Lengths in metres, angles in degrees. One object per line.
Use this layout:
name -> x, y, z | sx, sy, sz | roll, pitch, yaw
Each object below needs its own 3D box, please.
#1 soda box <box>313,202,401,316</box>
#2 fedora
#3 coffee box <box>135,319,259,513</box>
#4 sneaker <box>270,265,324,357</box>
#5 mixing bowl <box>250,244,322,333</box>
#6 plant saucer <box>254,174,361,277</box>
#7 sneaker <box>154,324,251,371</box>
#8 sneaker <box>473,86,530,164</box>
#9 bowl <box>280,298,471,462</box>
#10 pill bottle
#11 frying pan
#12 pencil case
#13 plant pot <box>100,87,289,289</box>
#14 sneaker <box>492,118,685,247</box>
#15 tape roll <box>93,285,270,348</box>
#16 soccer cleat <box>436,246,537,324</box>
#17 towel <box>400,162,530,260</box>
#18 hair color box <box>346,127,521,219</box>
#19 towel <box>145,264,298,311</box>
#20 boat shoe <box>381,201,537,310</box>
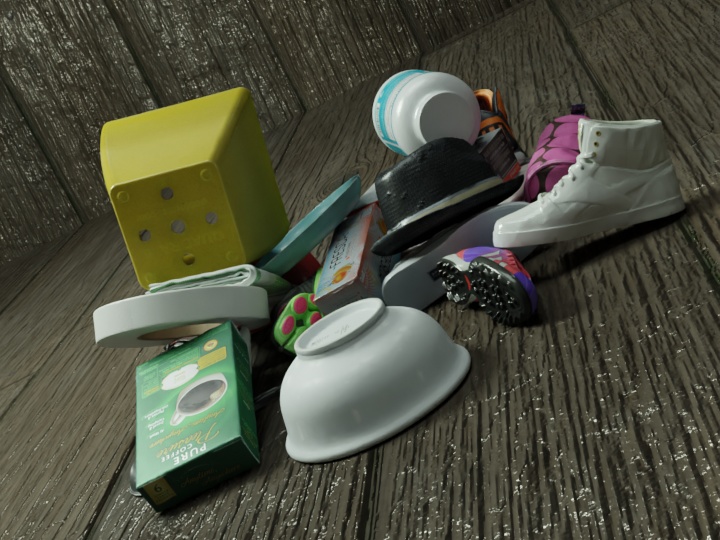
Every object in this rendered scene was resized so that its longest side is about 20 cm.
soda box -> 0.000, 0.000, 1.657 | 0.063, 0.069, 0.201 | -29, 20, 20
fedora -> 0.085, -0.094, 1.605 | 0.199, 0.092, 0.201 | -27, -3, -2
coffee box -> -0.168, 0.145, 1.446 | 0.122, 0.044, 0.201 | -27, 33, 7
sneaker -> -0.064, 0.061, 1.642 | 0.083, 0.077, 0.200 | -37, 4, 20
mixing bowl -> -0.152, 0.004, 1.914 | 0.198, 0.109, 0.200 | -25, 14, 7
plant saucer -> -0.068, -0.043, 1.764 | 0.200, 0.027, 0.200 | -42, 7, 6
sneaker -> -0.183, 0.108, 1.614 | 0.081, 0.078, 0.200 | 3, -13, -26
sneaker -> 0.177, -0.185, 1.891 | 0.077, 0.113, 0.200 | -19, 0, 0
bowl -> -0.001, 0.089, 1.350 | 0.199, 0.091, 0.201 | -26, 13, 6
pill bottle -> 0.084, -0.189, 1.749 | 0.110, 0.112, 0.200 | -29, 14, -5
frying pan -> -0.164, 0.176, 1.491 | 0.189, 0.031, 0.115 | -31, 15, 1
pencil case -> 0.245, -0.122, 1.656 | 0.092, 0.092, 0.200 | -2, 23, 15
plant pot -> -0.211, -0.085, 1.736 | 0.197, 0.202, 0.177 | -13, 20, 7
sneaker -> 0.222, -0.095, 1.455 | 0.197, 0.117, 0.074 | -14, 10, 8
tape roll -> -0.201, 0.053, 1.601 | 0.200, 0.038, 0.203 | -8, -8, -1
soccer cleat -> 0.142, 0.006, 1.431 | 0.072, 0.069, 0.200 | -23, 11, -13
towel -> 0.135, -0.069, 1.780 | 0.198, 0.032, 0.191 | -18, 18, 37
hair color box -> 0.091, -0.099, 1.782 | 0.198, 0.064, 0.111 | -23, 14, 32
towel -> -0.149, 0.039, 1.726 | 0.147, 0.031, 0.200 | -11, -17, 20
boat shoe -> 0.110, -0.024, 1.575 | 0.198, 0.074, 0.065 | -25, 18, 9
